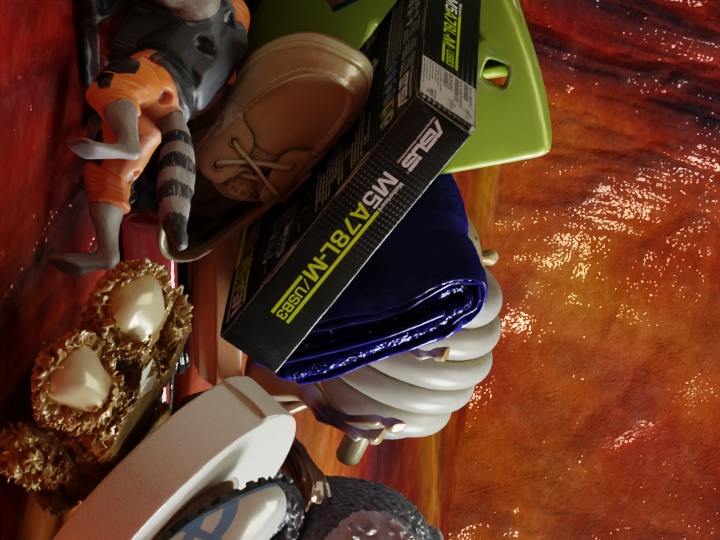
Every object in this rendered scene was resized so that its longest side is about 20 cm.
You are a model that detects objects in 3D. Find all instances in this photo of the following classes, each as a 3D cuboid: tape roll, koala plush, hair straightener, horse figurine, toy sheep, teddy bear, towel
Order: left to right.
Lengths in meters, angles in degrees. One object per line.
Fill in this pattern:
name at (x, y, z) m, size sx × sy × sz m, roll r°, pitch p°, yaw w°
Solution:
teddy bear at (-0.145, 0.061, 1.576) m, size 0.146 × 0.067 × 0.200 m, roll -62°, pitch 172°, yaw -7°
tape roll at (-0.116, 0.144, 1.650) m, size 0.203 × 0.037 × 0.203 m, roll -45°, pitch 166°, yaw -14°
hair straightener at (-0.117, 0.027, 1.840) m, size 0.077 × 0.041 × 0.201 m, roll -71°, pitch 160°, yaw -53°
koala plush at (-0.040, 0.181, 1.966) m, size 0.177 × 0.199 × 0.185 m, roll 36°, pitch 62°, yaw -80°
horse figurine at (-0.020, 0.054, 1.855) m, size 0.200 × 0.132 × 0.050 m, roll -59°, pitch 155°, yaw -34°
towel at (0.000, 0.000, 1.813) m, size 0.200 × 0.147 × 0.050 m, roll -102°, pitch 176°, yaw -64°
toy sheep at (0.027, 0.044, 1.976) m, size 0.138 × 0.137 × 0.201 m, roll -63°, pitch 174°, yaw -65°

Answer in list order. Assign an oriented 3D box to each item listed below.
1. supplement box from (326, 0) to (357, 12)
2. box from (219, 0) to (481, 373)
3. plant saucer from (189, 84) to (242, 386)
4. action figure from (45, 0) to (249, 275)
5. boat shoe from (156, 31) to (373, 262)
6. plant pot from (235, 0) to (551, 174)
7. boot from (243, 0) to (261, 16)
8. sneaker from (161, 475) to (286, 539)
supplement box at (-0.010, -0.285, 1.701) m, size 0.200 × 0.134 × 0.201 m, roll 42°, pitch 23°, yaw -79°
box at (-0.004, -0.063, 1.712) m, size 0.193 × 0.047 × 0.200 m, roll -53°, pitch -167°, yaw 23°
plant saucer at (-0.093, -0.018, 1.878) m, size 0.200 × 0.032 × 0.202 m, roll 180°, pitch -90°, yaw -86°
action figure at (-0.110, -0.082, 1.627) m, size 0.201 × 0.104 × 0.194 m, roll 87°, pitch 21°, yaw -51°
boat shoe at (-0.058, -0.066, 1.663) m, size 0.200 × 0.072 × 0.065 m, roll -38°, pitch -150°, yaw 49°
plant pot at (0.009, -0.172, 1.896) m, size 0.199 × 0.199 × 0.182 m, roll -96°, pitch 175°, yaw -69°
boot at (-0.105, -0.227, 1.705) m, size 0.200 × 0.073 × 0.076 m, roll 80°, pitch -7°, yaw -58°
sneaker at (-0.105, 0.196, 1.597) m, size 0.200 × 0.072 × 0.072 m, roll -47°, pitch 166°, yaw -11°
